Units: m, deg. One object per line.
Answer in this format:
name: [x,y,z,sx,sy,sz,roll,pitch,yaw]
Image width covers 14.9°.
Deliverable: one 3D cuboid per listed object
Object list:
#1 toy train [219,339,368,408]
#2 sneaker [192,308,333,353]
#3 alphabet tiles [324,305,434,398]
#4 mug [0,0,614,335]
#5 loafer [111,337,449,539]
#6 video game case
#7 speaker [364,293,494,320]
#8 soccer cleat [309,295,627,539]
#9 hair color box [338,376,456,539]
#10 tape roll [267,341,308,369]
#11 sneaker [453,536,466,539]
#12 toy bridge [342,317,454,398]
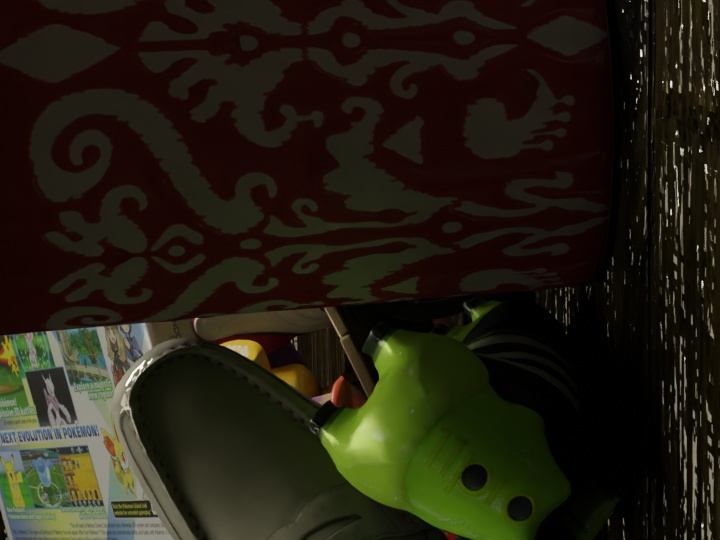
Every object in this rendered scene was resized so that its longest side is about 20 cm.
toy train: [-0.009,0.100,0.998,0.200,0.055,0.151,43,-147,-70]
sneaker: [-0.052,-0.014,1.116,0.077,0.085,0.200,59,-169,-12]
alphabet tiles: [0.000,0.000,1.072,0.201,0.006,0.166,63,-170,11]
mug: [-0.030,-0.050,0.862,0.178,0.199,0.134,-119,27,-83]
loafer: [0.000,0.096,0.856,0.200,0.070,0.070,43,171,4]
video game case: [-0.097,0.093,1.076,0.200,0.022,0.183,-10,96,62]
speaker: [0.015,-0.062,1.075,0.200,0.081,0.082,-98,8,-62]
soccer cleat: [0.043,0.052,0.828,0.068,0.081,0.200,-56,-10,9]
hair color box: [0.024,0.147,1.189,0.201,0.061,0.102,-95,4,-51]
tape roll: [-0.108,0.094,1.210,0.085,0.199,0.201,-153,61,-87]
sneaker: [0.039,0.173,0.916,0.081,0.073,0.201,98,168,-52]
toy bridge: [0.011,0.023,1.168,0.200,0.027,0.068,-63,-52,-78]
